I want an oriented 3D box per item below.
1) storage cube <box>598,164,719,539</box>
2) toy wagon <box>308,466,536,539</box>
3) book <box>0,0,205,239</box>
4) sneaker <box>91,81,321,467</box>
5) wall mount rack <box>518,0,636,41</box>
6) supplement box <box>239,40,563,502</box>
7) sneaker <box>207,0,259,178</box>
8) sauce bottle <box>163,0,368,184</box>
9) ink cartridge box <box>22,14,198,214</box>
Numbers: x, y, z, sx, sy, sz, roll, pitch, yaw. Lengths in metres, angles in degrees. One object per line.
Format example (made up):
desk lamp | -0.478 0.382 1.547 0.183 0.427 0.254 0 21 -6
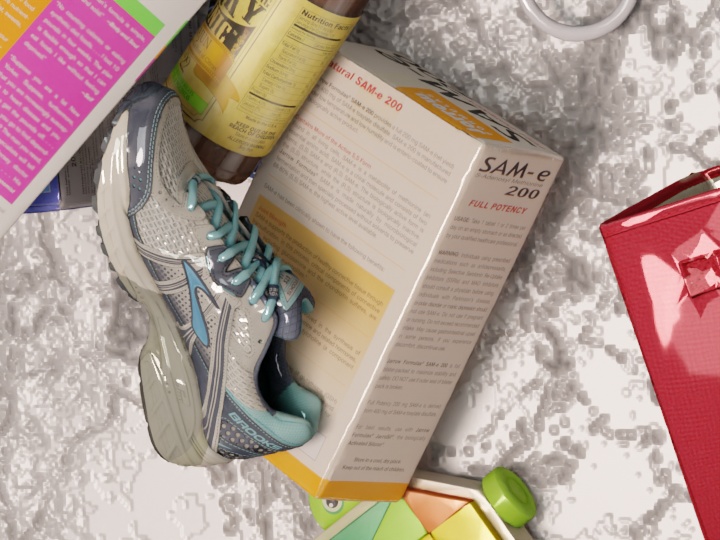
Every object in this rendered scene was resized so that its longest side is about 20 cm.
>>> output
storage cube | 0.232 0.027 1.356 0.171 0.200 0.180 -17 94 22
toy wagon | 0.029 0.166 1.530 0.155 0.040 0.200 -39 80 20
book | -0.185 -0.096 1.391 0.134 0.048 0.200 42 87 -10
sneaker | -0.066 0.000 1.427 0.086 0.078 0.200 -2 117 24
wall mount rack | 0.139 -0.208 1.439 0.174 0.075 0.200 3 97 3
supplement box | 0.000 0.000 1.492 0.126 0.073 0.200 36 108 36
sneaker | -0.044 -0.149 1.523 0.070 0.078 0.200 10 120 18
sauce bottle | -0.029 -0.136 1.444 0.065 0.065 0.200 40 111 14
ink cartridge box | -0.155 -0.099 1.494 0.076 0.200 0.137 -4 93 22
